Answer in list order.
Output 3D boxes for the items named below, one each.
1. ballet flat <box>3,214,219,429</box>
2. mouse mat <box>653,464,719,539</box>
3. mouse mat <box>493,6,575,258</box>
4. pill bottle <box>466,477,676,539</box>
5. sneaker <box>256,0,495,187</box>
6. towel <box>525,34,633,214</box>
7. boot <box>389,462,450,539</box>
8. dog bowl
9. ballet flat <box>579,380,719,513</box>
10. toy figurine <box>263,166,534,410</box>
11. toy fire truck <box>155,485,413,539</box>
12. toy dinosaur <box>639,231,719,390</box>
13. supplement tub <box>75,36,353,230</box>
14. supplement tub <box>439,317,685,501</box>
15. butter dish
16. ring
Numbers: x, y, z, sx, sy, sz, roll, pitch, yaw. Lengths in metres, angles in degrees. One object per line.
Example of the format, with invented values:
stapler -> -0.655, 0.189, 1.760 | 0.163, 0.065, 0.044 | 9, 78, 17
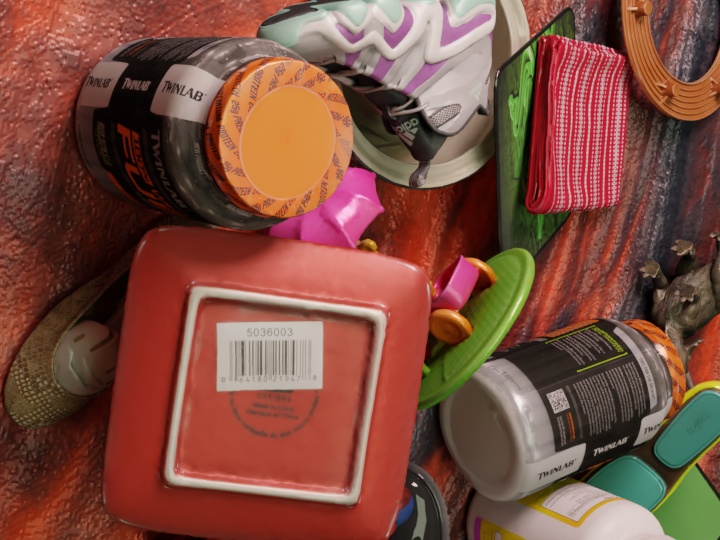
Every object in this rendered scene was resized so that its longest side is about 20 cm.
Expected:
ballet flat -> -0.168, 0.033, 0.936 | 0.200, 0.065, 0.071 | -50, 119, -17
mouse mat -> 0.283, 0.274, 1.313 | 0.200, 0.008, 0.161 | -50, 121, -18
mouse mat -> 0.147, -0.100, 1.101 | 0.161, 0.008, 0.201 | -45, 137, -46
pill bottle -> 0.188, 0.236, 1.132 | 0.104, 0.200, 0.105 | -7, 102, -33
sneaker -> 0.022, -0.126, 0.942 | 0.199, 0.078, 0.140 | -14, 105, -32
towel -> 0.191, -0.121, 1.133 | 0.200, 0.022, 0.145 | -8, 105, -59
boot -> 0.000, 0.260, 1.041 | 0.200, 0.065, 0.166 | -26, 115, -57
dog bowl -> 0.035, -0.166, 1.036 | 0.200, 0.074, 0.201 | -7, 102, -34
ballet flat -> 0.275, 0.173, 1.240 | 0.067, 0.067, 0.200 | 45, 109, 3
toy figurine -> 0.000, 0.000, 1.010 | 0.184, 0.200, 0.150 | 38, 54, -13
toy fire truck -> -0.047, 0.203, 0.975 | 0.168, 0.200, 0.112 | -33, 94, -22
toy dinosaur -> 0.322, 0.021, 1.276 | 0.200, 0.077, 0.102 | -51, 142, -25
supplement tub -> -0.098, -0.093, 0.880 | 0.122, 0.200, 0.123 | -6, 101, -33
supplement tub -> 0.178, 0.113, 1.153 | 0.199, 0.122, 0.123 | -16, 107, -31
butter dish -> -0.069, 0.073, 0.911 | 0.199, 0.148, 0.200 | 8, 95, -12
ring -> 0.305, -0.238, 1.222 | 0.200, 0.019, 0.201 | -3, 95, -44
